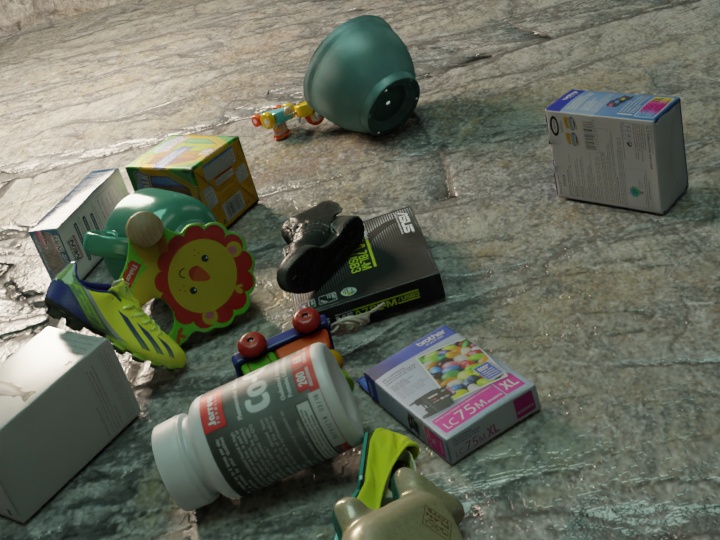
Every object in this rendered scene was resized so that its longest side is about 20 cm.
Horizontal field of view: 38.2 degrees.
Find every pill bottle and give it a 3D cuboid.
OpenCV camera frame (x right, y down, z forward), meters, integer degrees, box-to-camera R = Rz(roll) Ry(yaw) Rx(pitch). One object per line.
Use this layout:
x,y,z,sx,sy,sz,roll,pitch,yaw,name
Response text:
-0.106,0.164,1.075,0.199,0.114,0.114,-25,29,5,pill bottle

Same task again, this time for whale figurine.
0.036,0.253,0.881,0.158,0.104,0.200,33,23,-4,whale figurine

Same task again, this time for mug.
-0.280,-0.026,1.467,0.114,0.153,0.185,14,43,39,mug

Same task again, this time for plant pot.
0.019,-0.318,1.803,0.199,0.201,0.134,-30,59,-23,plant pot

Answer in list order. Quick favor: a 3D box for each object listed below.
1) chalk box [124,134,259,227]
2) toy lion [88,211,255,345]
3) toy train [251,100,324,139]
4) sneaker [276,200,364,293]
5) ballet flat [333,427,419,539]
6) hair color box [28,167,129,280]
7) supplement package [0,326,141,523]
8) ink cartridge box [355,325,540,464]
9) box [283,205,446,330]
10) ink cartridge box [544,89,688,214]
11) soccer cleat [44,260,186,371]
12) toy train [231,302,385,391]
-0.289,-0.143,1.699,0.199,0.125,0.124,6,36,35,chalk box
-0.242,0.022,1.373,0.201,0.191,0.069,-64,13,-7,toy lion
-0.103,-0.296,1.946,0.198,0.056,0.150,-16,15,9,toy train
-0.070,-0.034,1.380,0.104,0.060,0.200,9,35,37,sneaker
0.019,0.223,0.984,0.066,0.067,0.200,10,33,7,ballet flat
-0.445,-0.075,1.689,0.060,0.101,0.200,-4,31,22,hair color box
-0.377,0.173,1.211,0.116,0.118,0.200,7,37,35,supplement package
0.087,0.124,1.137,0.119,0.042,0.200,-28,29,-20,ink cartridge box
0.000,0.000,1.385,0.192,0.048,0.200,-19,30,2,box
0.331,-0.165,1.404,0.199,0.137,0.076,13,39,42,ink cartridge box
-0.293,0.059,1.294,0.065,0.199,0.084,2,63,62,soccer cleat
-0.038,0.104,1.200,0.199,0.085,0.116,-23,40,-12,toy train
